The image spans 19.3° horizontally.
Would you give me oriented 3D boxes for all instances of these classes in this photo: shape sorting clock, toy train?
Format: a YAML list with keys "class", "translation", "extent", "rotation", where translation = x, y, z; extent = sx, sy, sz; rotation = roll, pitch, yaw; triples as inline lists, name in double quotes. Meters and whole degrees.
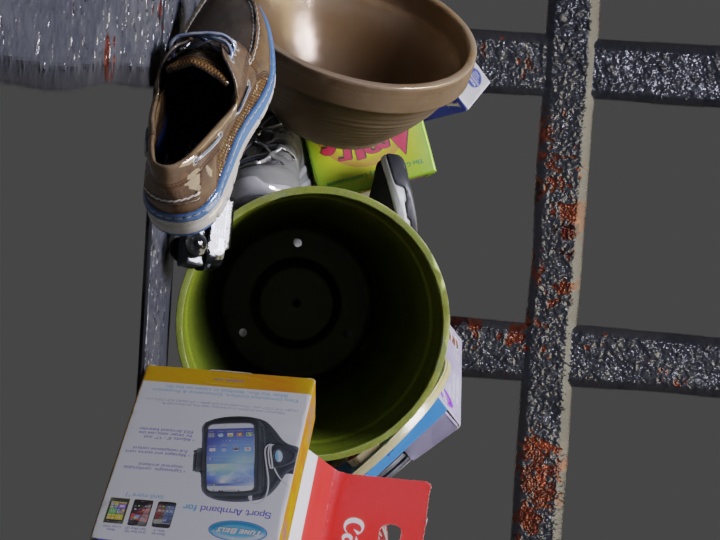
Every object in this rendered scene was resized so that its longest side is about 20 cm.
- class: "shape sorting clock"
  translation: [-0.009, 0.132, 1.657]
  extent: [0.039, 0.200, 0.200]
  rotation: [50, 20, -13]
- class: "toy train"
  translation: [-0.102, -0.097, 1.516]
  extent: [0.034, 0.046, 0.201]
  rotation: [-12, -111, 56]

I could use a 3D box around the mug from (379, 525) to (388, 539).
- class: "mug"
  translation: [-0.054, 0.276, 1.860]
  extent: [0.200, 0.177, 0.134]
  rotation: [-78, 150, -72]

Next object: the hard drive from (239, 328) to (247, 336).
- class: "hard drive"
  translation: [-0.095, 0.148, 1.887]
  extent: [0.132, 0.026, 0.201]
  rotation: [-65, 159, -74]

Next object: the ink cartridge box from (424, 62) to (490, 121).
- class: "ink cartridge box"
  translation: [0.022, -0.226, 1.918]
  extent: [0.200, 0.094, 0.044]
  rotation: [51, 57, -21]

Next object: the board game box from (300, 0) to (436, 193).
- class: "board game box"
  translation: [-0.012, -0.165, 1.782]
  extent: [0.048, 0.101, 0.201]
  rotation: [159, -84, -83]

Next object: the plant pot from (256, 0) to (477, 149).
- class: "plant pot"
  translation: [-0.014, -0.160, 1.687]
  extent: [0.201, 0.200, 0.093]
  rotation: [-76, -177, -58]

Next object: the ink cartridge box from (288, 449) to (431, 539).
- class: "ink cartridge box"
  translation: [-0.058, 0.169, 1.415]
  extent: [0.161, 0.199, 0.050]
  rotation: [-79, 170, -53]

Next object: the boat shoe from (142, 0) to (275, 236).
- class: "boat shoe"
  translation: [-0.100, -0.122, 1.419]
  extent: [0.072, 0.072, 0.201]
  rotation: [83, 12, -55]

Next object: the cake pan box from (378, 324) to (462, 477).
- class: "cake pan box"
  translation: [0.003, 0.129, 1.812]
  extent: [0.052, 0.184, 0.200]
  rotation: [48, 14, -13]

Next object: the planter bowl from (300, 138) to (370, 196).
- class: "planter bowl"
  translation: [-0.020, -0.124, 1.892]
  extent: [0.200, 0.134, 0.201]
  rotation: [5, 90, -84]

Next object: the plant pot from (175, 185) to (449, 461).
- class: "plant pot"
  translation: [-0.044, 0.032, 1.628]
  extent: [0.193, 0.200, 0.201]
  rotation: [-147, -120, -83]

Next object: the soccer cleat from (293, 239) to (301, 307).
- class: "soccer cleat"
  translation: [-0.047, 0.014, 1.862]
  extent: [0.200, 0.068, 0.085]
  rotation: [-78, 169, -50]

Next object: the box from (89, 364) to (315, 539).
- class: "box"
  translation: [-0.101, 0.141, 1.376]
  extent: [0.200, 0.119, 0.042]
  rotation: [-78, 171, -51]

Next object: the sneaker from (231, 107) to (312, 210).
- class: "sneaker"
  translation: [-0.085, -0.088, 1.694]
  extent: [0.200, 0.074, 0.082]
  rotation: [-79, 156, -81]

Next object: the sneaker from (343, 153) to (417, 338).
- class: "sneaker"
  translation: [0.000, 0.000, 1.752]
  extent: [0.072, 0.082, 0.201]
  rotation: [-102, -165, -65]
